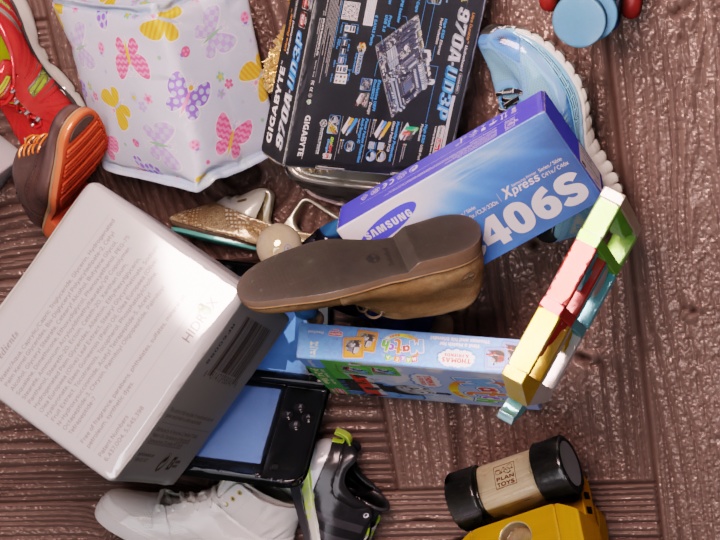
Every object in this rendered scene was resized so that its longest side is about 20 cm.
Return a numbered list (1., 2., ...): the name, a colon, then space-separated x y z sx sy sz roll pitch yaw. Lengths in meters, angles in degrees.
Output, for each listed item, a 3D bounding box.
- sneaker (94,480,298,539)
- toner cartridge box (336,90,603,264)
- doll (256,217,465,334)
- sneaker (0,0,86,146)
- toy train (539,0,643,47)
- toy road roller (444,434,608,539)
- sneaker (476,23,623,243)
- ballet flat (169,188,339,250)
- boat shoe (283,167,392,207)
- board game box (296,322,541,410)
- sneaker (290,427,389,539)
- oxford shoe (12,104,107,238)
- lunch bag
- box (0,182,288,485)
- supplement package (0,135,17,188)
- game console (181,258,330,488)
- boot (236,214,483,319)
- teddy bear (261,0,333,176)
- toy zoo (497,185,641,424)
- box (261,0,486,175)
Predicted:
1. sneaker: -0.155 0.227 1.552 0.200 0.074 0.116 17 114 -4
2. toner cartridge box: 0.089 -0.055 1.280 0.200 0.043 0.095 -30 113 20
3. doll: 0.000 0.000 1.361 0.200 0.048 0.137 19 114 -26
4. sneaker: -0.314 -0.164 1.413 0.077 0.085 0.200 -23 106 22
5. toy train: 0.184 -0.278 1.224 0.085 0.116 0.200 7 114 11
6. toy road roller: 0.169 0.258 1.422 0.123 0.200 0.146 -23 141 23
7. sneaker: 0.146 -0.111 1.306 0.090 0.078 0.200 -32 105 -17
8. ballet flat: -0.073 -0.039 1.427 0.200 0.071 0.065 16 91 3
9. boat shoe: 0.029 -0.076 1.389 0.200 0.057 0.067 16 77 3
10. board game box: 0.057 0.086 1.398 0.200 0.151 0.037 3 74 12
11. sneaker: -0.010 0.249 1.520 0.083 0.072 0.200 -10 109 17
12. oxford shoe: -0.271 -0.091 1.362 0.073 0.071 0.200 38 149 4
13. lunch bag: -0.176 -0.175 1.350 0.200 0.127 0.170 12 123 45
14. box: -0.199 0.062 1.368 0.171 0.199 0.200 35 88 11
15. supplement package: -0.410 -0.068 1.414 0.110 0.200 0.114 38 115 -4
16. game console: -0.136 0.092 1.465 0.200 0.176 0.116 6 142 12
17. boot: 0.002 0.015 1.259 0.200 0.074 0.076 -10 130 0
18. teddy bear: -0.017 -0.177 1.314 0.145 0.067 0.200 8 100 -21
19. toy zoo: 0.167 0.036 1.276 0.020 0.131 0.200 28 88 19
20. box: 0.015 -0.178 1.273 0.159 0.046 0.200 2 109 -30
